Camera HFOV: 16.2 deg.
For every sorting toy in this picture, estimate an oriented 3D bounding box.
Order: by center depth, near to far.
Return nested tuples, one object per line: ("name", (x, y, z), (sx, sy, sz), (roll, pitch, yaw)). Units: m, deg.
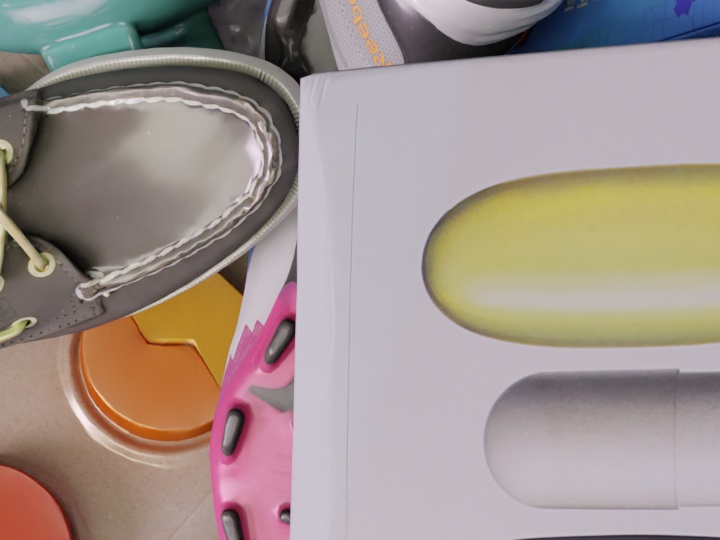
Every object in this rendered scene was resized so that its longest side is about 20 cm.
("sorting toy", (-0.113, 0.033, 0.760), (0.200, 0.036, 0.185), (42, 75, -1))

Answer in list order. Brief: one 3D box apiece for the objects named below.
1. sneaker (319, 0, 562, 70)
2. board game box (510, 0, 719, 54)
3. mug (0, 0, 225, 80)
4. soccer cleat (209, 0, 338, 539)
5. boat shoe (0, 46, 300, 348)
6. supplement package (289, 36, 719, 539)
("sneaker", (0.007, -0.123, 0.674), (0.074, 0.200, 0.079), (10, 139, -19))
("board game box", (0.098, -0.119, 0.617), (0.045, 0.200, 0.152), (15, 78, -26))
("mug", (-0.078, -0.128, 0.719), (0.185, 0.114, 0.152), (42, 109, 2))
("soccer cleat", (0.000, 0.000, 0.741), (0.070, 0.086, 0.201), (7, 95, 7))
("boat shoe", (-0.109, -0.009, 0.688), (0.201, 0.060, 0.072), (-15, 96, 14))
("supplement package", (0.102, 0.051, 0.584), (0.200, 0.147, 0.192), (-3, 81, 25))
